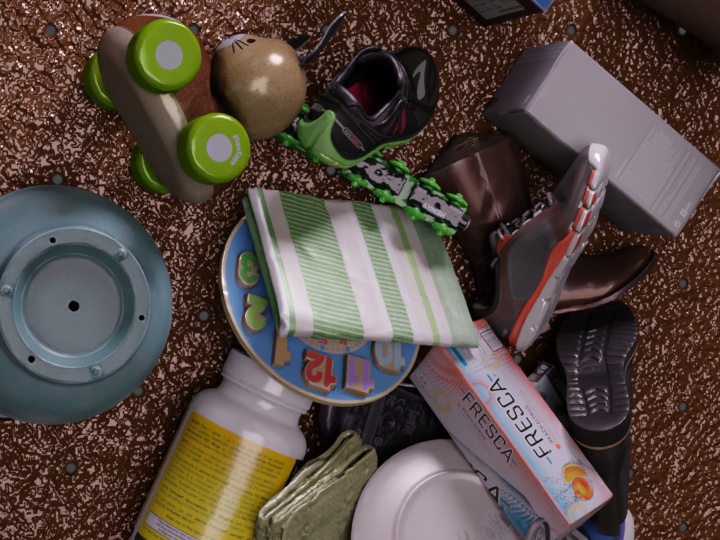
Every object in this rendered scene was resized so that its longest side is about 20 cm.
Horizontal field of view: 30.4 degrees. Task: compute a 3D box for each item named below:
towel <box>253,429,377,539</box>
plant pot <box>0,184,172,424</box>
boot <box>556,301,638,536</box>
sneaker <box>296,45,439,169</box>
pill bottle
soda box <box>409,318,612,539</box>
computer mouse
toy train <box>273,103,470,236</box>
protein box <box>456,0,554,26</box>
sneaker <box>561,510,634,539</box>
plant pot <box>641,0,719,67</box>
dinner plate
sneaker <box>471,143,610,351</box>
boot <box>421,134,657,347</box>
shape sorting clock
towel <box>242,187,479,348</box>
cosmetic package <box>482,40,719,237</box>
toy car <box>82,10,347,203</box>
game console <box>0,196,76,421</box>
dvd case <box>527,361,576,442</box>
[{"bbox_3d":[-0.035,0.254,1.175,0.148,0.036,0.202,-33,128,-41],"label":"towel"},{"bbox_3d":[-0.237,0.027,1.064,0.198,0.134,0.203,1,88,-21],"label":"plant pot"},{"bbox_3d":[0.226,0.135,1.259,0.076,0.201,0.140,0,125,17],"label":"boot"},{"bbox_3d":[0.023,-0.152,1.147,0.077,0.084,0.200,39,38,5],"label":"sneaker"},{"bbox_3d":[-0.115,0.176,1.153,0.111,0.112,0.202,25,87,-18],"label":"pill bottle"},{"bbox_3d":[0.131,0.146,1.183,0.063,0.069,0.201,-21,67,-37],"label":"soda box"},{"bbox_3d":[0.038,0.172,1.243,0.198,0.046,0.142,11,93,-26],"label":"computer mouse"},{"bbox_3d":[0.009,-0.088,1.189,0.198,0.056,0.042,30,84,-8],"label":"toy train"},{"bbox_3d":[0.121,-0.361,1.172,0.199,0.135,0.199,39,82,-17],"label":"protein box"},{"bbox_3d":[0.157,0.270,1.226,0.201,0.080,0.146,-51,125,-5],"label":"sneaker"},{"bbox_3d":[0.327,-0.298,1.234,0.173,0.200,0.203,18,89,-1],"label":"plant pot"},{"bbox_3d":[0.088,0.245,1.167,0.198,0.024,0.203,8,65,-18],"label":"dinner plate"},{"bbox_3d":[0.156,-0.028,1.186,0.081,0.077,0.202,28,106,15],"label":"sneaker"},{"bbox_3d":[0.170,-0.054,1.257,0.185,0.064,0.202,-27,98,-12],"label":"boot"},{"bbox_3d":[-0.031,0.023,1.160,0.198,0.039,0.202,15,59,-26],"label":"shape sorting clock"},{"bbox_3d":[0.000,0.000,1.156,0.198,0.023,0.154,6,52,-33],"label":"towel"},{"bbox_3d":[0.223,-0.121,1.244,0.199,0.107,0.091,40,83,-19],"label":"cosmetic package"},{"bbox_3d":[-0.106,-0.166,1.109,0.199,0.164,0.159,-34,104,-22],"label":"toy car"},{"bbox_3d":[-0.340,0.019,1.109,0.198,0.031,0.179,20,89,-19],"label":"game console"},{"bbox_3d":[0.144,0.206,1.265,0.200,0.022,0.147,-43,119,-18],"label":"dvd case"}]
